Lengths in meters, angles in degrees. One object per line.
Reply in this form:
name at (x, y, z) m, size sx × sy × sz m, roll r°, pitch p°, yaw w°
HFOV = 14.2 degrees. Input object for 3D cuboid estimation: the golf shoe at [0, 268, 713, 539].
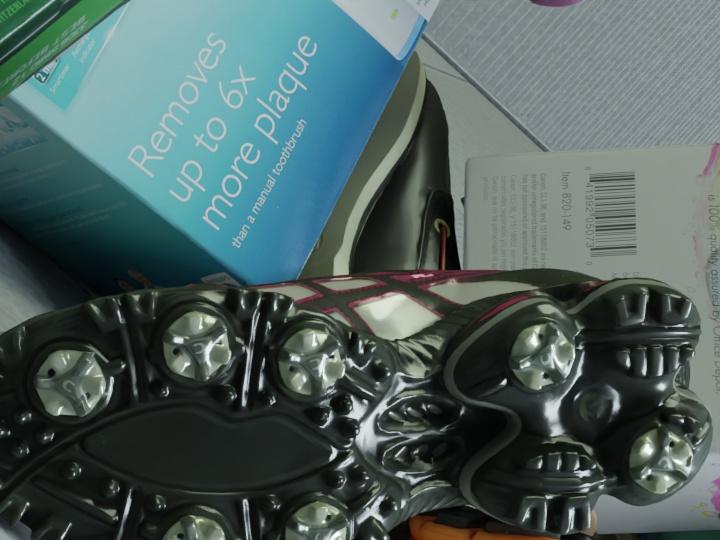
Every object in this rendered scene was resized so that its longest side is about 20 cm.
golf shoe at (-0.011, 0.036, 0.744) m, size 0.200 × 0.077 × 0.088 m, roll -1°, pitch 10°, yaw -21°

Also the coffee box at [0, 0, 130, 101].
coffee box at (-0.170, -0.119, 0.808) m, size 0.200 × 0.123 × 0.044 m, roll 42°, pitch -27°, yaw 9°

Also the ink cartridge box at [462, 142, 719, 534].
ink cartridge box at (0.136, 0.021, 0.952) m, size 0.068 × 0.200 × 0.117 m, roll 72°, pitch 18°, yaw -61°

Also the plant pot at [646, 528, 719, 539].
plant pot at (0.207, 0.141, 0.998) m, size 0.201 × 0.200 × 0.161 m, roll 52°, pitch -20°, yaw 49°

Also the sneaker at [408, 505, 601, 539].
sneaker at (0.062, 0.121, 0.831) m, size 0.075 × 0.079 × 0.200 m, roll 12°, pitch -10°, yaw 36°

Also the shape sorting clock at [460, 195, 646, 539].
shape sorting clock at (0.081, 0.054, 1.096) m, size 0.200 × 0.039 × 0.200 m, roll -19°, pitch 90°, yaw -84°

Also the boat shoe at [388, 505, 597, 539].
boat shoe at (0.009, 0.067, 0.856) m, size 0.065 × 0.071 × 0.200 m, roll 47°, pitch 11°, yaw 26°

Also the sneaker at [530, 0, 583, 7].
sneaker at (0.011, -0.154, 1.002) m, size 0.200 × 0.089 × 0.081 m, roll 14°, pitch -24°, yaw 29°

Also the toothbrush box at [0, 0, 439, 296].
toothbrush box at (-0.088, -0.096, 0.930) m, size 0.200 × 0.146 × 0.085 m, roll 39°, pitch -27°, yaw -23°

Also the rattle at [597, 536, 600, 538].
rattle at (0.150, 0.082, 1.239) m, size 0.130 × 0.143 × 0.200 m, roll 59°, pitch -7°, yaw -29°

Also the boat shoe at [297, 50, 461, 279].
boat shoe at (-0.002, 0.001, 0.976) m, size 0.063 × 0.074 × 0.201 m, roll 46°, pitch 33°, yaw -24°
